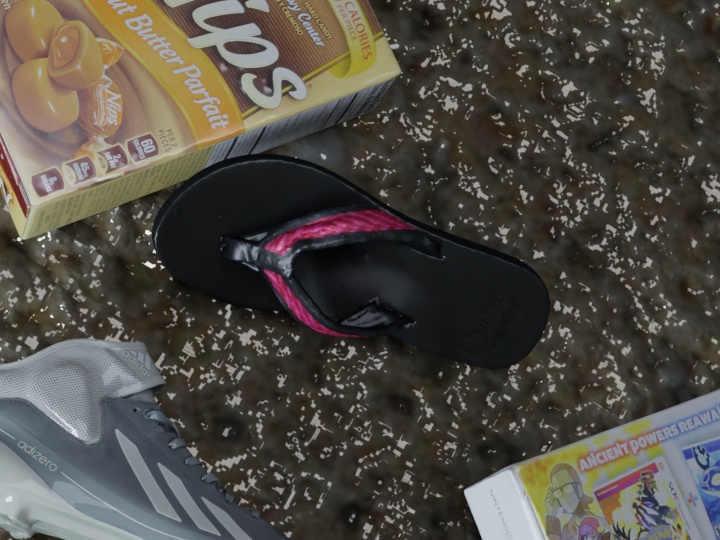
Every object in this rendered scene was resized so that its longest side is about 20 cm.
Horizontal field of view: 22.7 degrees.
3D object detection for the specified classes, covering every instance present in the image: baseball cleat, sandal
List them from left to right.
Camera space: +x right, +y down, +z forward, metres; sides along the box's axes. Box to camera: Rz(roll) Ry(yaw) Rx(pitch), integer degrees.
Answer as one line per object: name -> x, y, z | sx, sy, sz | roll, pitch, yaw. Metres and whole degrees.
baseball cleat -> -0.088, 0.091, 0.815 | 0.199, 0.070, 0.107 | 21, 70, -10
sandal -> 0.000, 0.000, 0.857 | 0.198, 0.045, 0.076 | 17, 108, -12

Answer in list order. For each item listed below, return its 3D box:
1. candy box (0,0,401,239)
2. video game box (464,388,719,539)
candy box -> -0.094, -0.106, 0.878 | 0.199, 0.055, 0.116 | -22, 82, -20
video game box -> 0.160, 0.157, 0.845 | 0.199, 0.047, 0.184 | -13, 80, -40
